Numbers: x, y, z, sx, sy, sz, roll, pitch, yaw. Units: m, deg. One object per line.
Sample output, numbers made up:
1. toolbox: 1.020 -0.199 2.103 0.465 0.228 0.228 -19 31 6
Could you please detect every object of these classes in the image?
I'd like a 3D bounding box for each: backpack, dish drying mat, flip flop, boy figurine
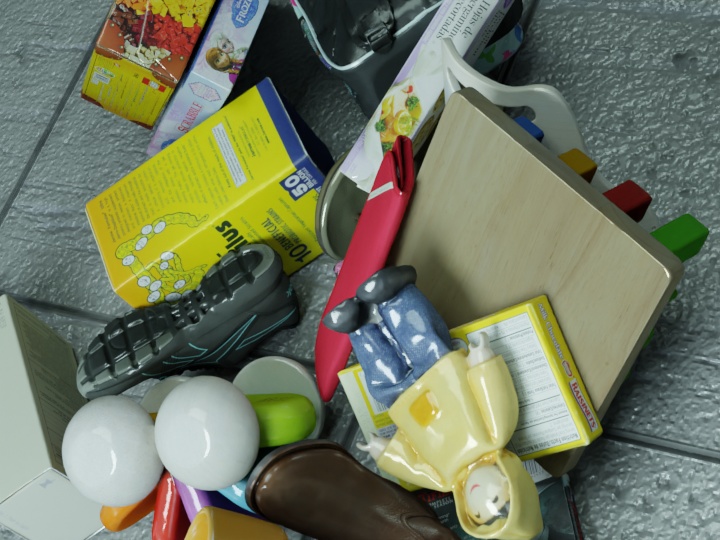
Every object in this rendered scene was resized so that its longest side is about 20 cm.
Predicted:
1. backpack: 0.034 -0.237 1.399 0.177 0.151 0.201 -36 51 5
2. dish drying mat: 0.000 0.000 1.207 0.077 0.018 0.201 -94 21 -51
3. flip flop: 0.044 -0.082 1.344 0.199 0.081 0.058 -38 46 -3
4. boy figurine: 0.051 0.100 1.101 0.124 0.064 0.201 -36 74 22

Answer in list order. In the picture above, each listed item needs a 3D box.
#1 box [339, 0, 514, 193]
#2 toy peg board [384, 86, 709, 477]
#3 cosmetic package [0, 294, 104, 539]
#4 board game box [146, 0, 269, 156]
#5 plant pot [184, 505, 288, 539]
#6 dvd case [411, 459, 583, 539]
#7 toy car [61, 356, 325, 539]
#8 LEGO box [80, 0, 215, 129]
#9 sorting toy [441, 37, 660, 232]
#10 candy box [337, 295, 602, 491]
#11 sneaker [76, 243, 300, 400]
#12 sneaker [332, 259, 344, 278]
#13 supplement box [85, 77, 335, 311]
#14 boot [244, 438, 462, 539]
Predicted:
1. box: 0.054 -0.150 1.279 0.039 0.041 0.201 35 100 14
2. toy peg board: 0.131 -0.002 1.147 0.097 0.201 0.199 -24 57 -42
3. cosmetic package: -0.279 0.130 1.383 0.073 0.104 0.201 -33 48 9
4. board game box: -0.122 -0.215 1.473 0.202 0.041 0.199 -70 11 -23
5. plant pot: -0.038 0.271 1.047 0.181 0.200 0.202 15 61 -10
6. dvd case: 0.094 0.230 1.144 0.145 0.022 0.202 -23 52 17
7. toy car: -0.119 0.155 1.251 0.198 0.175 0.152 -13 89 23
8. LEGO box: -0.178 -0.224 1.441 0.150 0.077 0.200 -67 10 -11
9. sorting toy: 0.114 -0.084 1.219 0.107 0.181 0.199 -36 45 -22
10. candy box: 0.073 0.092 1.151 0.199 0.103 0.026 -22 3 45
11. sneaker: -0.139 0.060 1.345 0.199 0.080 0.076 -29 38 2
12. sneaker: 0.057 0.039 1.258 0.086 0.081 0.200 -33 54 -6
13. supplement box: -0.117 -0.047 1.396 0.199 0.109 0.110 -34 49 8
14. boot: 0.041 0.191 1.070 0.199 0.186 0.065 34 100 43
